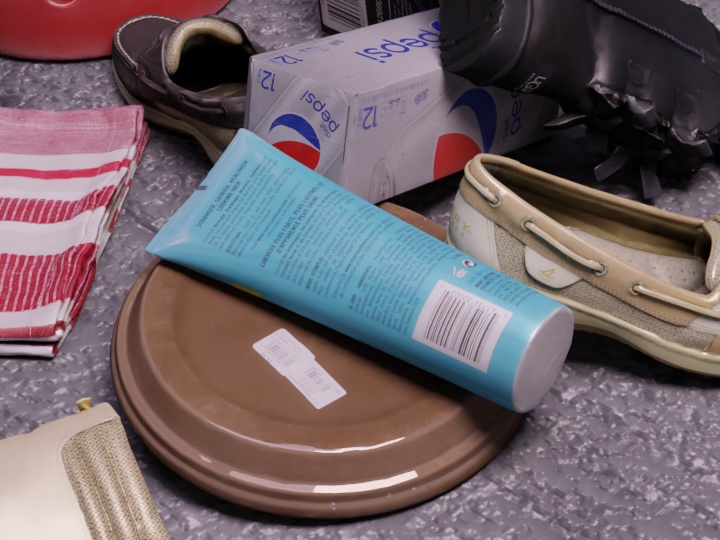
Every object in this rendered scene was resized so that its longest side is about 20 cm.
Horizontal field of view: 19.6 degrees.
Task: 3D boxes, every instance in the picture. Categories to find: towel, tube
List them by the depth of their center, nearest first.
[{"bbox_3d":[0.000,0.000,0.945,0.199,0.051,0.078,27,63,26],"label":"tube"},{"bbox_3d":[-0.200,-0.027,1.094,0.143,0.023,0.200,1,38,9],"label":"towel"}]

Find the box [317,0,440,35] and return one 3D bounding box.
[{"bbox_3d":[0.076,-0.212,1.217,0.200,0.123,0.106,-31,43,-30],"label":"box"}]

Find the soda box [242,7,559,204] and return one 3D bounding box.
[{"bbox_3d":[0.027,-0.088,1.063,0.068,0.064,0.200,21,26,30],"label":"soda box"}]

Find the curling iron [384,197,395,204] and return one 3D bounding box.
[{"bbox_3d":[-0.047,-0.001,1.035,0.049,0.026,0.200,19,44,33],"label":"curling iron"}]

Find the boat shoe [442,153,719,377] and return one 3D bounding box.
[{"bbox_3d":[0.139,-0.004,0.961,0.199,0.063,0.073,15,37,0],"label":"boat shoe"}]

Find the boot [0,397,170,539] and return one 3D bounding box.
[{"bbox_3d":[-0.180,0.091,0.893,0.155,0.073,0.200,-22,42,-20],"label":"boot"}]

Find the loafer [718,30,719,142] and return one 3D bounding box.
[{"bbox_3d":[0.235,-0.064,1.068,0.072,0.063,0.200,-45,33,17],"label":"loafer"}]

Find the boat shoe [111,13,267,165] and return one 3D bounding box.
[{"bbox_3d":[-0.083,-0.110,1.144,0.073,0.065,0.200,-28,36,-21],"label":"boat shoe"}]

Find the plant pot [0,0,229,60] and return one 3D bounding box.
[{"bbox_3d":[-0.175,-0.253,1.259,0.199,0.183,0.201,-4,35,3],"label":"plant pot"}]

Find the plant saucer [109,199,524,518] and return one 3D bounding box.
[{"bbox_3d":[-0.017,0.030,0.967,0.199,0.030,0.201,2,44,-2],"label":"plant saucer"}]

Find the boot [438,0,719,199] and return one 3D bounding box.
[{"bbox_3d":[0.118,-0.148,1.071,0.162,0.073,0.199,21,57,-32],"label":"boot"}]
